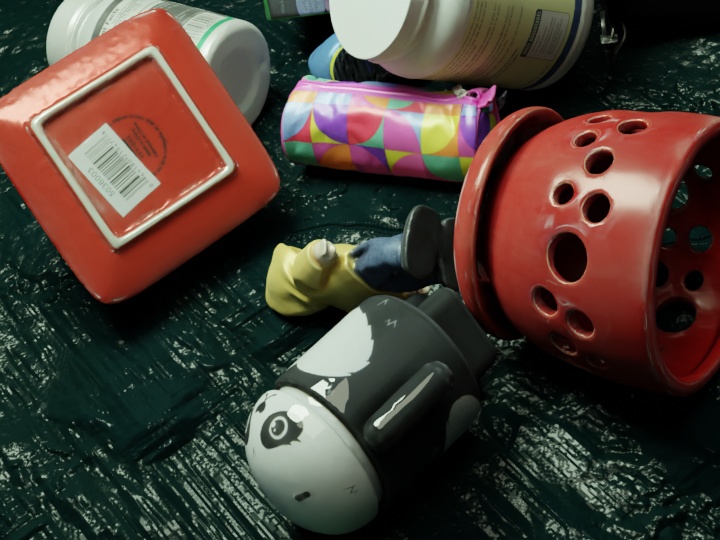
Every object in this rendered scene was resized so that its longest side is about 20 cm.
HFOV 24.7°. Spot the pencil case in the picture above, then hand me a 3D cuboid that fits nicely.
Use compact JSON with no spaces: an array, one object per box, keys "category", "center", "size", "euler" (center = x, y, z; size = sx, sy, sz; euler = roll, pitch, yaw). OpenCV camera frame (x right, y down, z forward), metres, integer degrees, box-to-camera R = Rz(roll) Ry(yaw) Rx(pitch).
[{"category":"pencil case","center":[0.029,-0.127,1.435],"size":[0.198,0.089,0.089],"euler":[4,48,21]}]

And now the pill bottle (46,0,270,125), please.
[{"category":"pill bottle","center":[-0.192,-0.198,1.546],"size":[0.198,0.114,0.113],"euler":[19,55,31]}]

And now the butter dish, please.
[{"category":"butter dish","center":[-0.203,-0.088,1.433],"size":[0.199,0.148,0.201],"euler":[-35,89,-19]}]

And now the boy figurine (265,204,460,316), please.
[{"category":"boy figurine","center":[0.000,0.000,1.308],"size":[0.199,0.123,0.065],"euler":[-11,68,50]}]

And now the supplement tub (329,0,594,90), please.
[{"category":"supplement tub","center":[0.087,-0.235,1.423],"size":[0.198,0.146,0.145],"euler":[1,33,-36]}]

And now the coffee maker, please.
[{"category":"coffee maker","center":[0.314,-0.271,1.476],"size":[0.197,0.135,0.195],"euler":[-5,69,13]}]

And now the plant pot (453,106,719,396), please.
[{"category":"plant pot","center":[0.177,-0.021,1.213],"size":[0.181,0.202,0.201],"euler":[10,50,32]}]

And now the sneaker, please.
[{"category":"sneaker","center":[0.041,-0.225,1.539],"size":[0.198,0.067,0.078],"euler":[-26,25,-17]}]

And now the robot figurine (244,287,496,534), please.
[{"category":"robot figurine","center":[0.006,0.098,1.194],"size":[0.124,0.151,0.200],"euler":[37,64,25]}]

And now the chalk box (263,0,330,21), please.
[{"category":"chalk box","center":[-0.031,-0.317,1.561],"size":[0.122,0.126,0.200],"euler":[-5,25,12]}]
